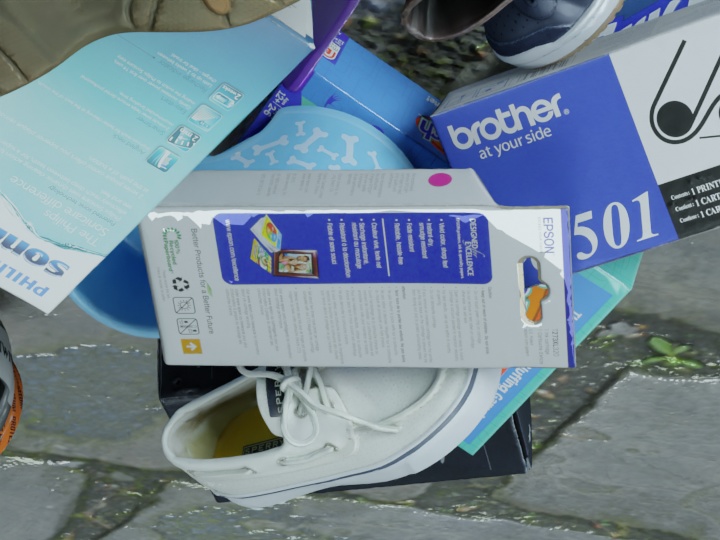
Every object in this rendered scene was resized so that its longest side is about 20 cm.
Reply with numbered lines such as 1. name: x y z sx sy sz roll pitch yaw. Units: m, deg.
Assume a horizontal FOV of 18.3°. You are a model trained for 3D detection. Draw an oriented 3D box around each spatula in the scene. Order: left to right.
1. spatula: -0.073 -0.072 1.044 0.200 0.057 0.021 -42 130 11

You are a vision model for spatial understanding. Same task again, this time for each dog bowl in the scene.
1. dog bowl: -0.066 -0.018 1.098 0.198 0.050 0.112 -1 125 22

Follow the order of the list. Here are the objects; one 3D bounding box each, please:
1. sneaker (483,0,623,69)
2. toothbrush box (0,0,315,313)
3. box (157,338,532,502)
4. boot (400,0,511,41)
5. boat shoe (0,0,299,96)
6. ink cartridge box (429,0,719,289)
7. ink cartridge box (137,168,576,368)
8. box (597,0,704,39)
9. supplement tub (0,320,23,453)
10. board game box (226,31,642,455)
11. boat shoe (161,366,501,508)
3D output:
1. sneaker: 0.079 -0.165 0.943 0.108 0.071 0.200 10 143 -28
2. toothbrush box: -0.136 -0.096 0.973 0.146 0.086 0.200 30 124 -27
3. box: -0.006 0.052 1.299 0.198 0.105 0.148 -6 150 7
4. boot: 0.084 -0.188 0.799 0.072 0.168 0.199 23 141 -34
5. boat shoe: -0.085 -0.127 0.848 0.198 0.068 0.072 -17 120 11
6. ink cartridge box: 0.141 -0.064 1.015 0.199 0.044 0.095 -18 104 21
7. ink cartridge box: 0.000 0.000 1.031 0.198 0.037 0.095 2 128 11
8. box: 0.178 -0.101 1.072 0.199 0.065 0.070 -18 147 26
9. supplement tub: -0.272 0.039 1.243 0.121 0.124 0.200 -10 151 15
10. board game box: 0.020 -0.013 1.133 0.199 0.045 0.152 33 130 -7
11. boat shoe: -0.026 0.063 1.121 0.201 0.075 0.086 -20 146 40
